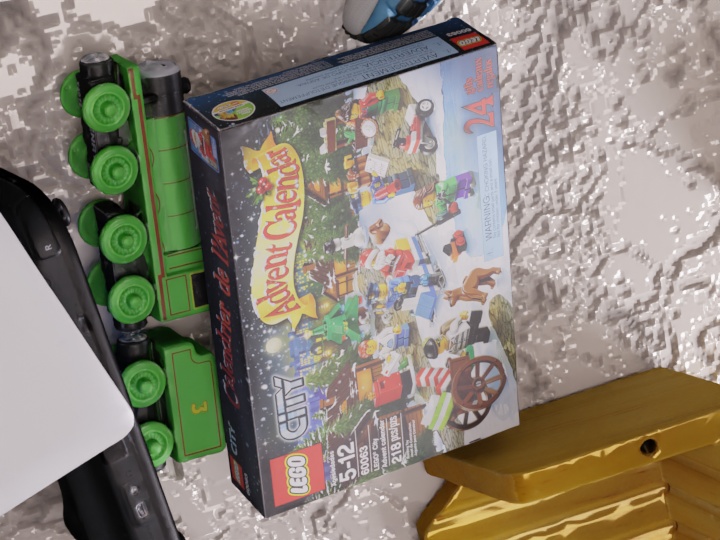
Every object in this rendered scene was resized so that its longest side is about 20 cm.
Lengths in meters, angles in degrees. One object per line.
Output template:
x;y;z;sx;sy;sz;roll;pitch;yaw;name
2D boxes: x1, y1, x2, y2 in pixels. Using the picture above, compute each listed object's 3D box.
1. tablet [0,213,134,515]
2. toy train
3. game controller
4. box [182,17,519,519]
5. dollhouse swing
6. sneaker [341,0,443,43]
-0.204;0.071;1.122;0.200;0.014;0.130;-32;119;-3;tablet
-0.094;-0.004;1.236;0.056;0.042;0.200;-14;111;-22;toy train
-0.127;0.048;1.206;0.042;0.104;0.200;-23;113;-14;game controller
0.000;0.000;1.234;0.137;0.038;0.200;-19;123;-22;box
0.148;0.177;1.293;0.182;0.176;0.200;-17;113;-11;dollhouse swing
0.030;-0.196;1.203;0.087;0.075;0.200;30;106;10;sneaker
